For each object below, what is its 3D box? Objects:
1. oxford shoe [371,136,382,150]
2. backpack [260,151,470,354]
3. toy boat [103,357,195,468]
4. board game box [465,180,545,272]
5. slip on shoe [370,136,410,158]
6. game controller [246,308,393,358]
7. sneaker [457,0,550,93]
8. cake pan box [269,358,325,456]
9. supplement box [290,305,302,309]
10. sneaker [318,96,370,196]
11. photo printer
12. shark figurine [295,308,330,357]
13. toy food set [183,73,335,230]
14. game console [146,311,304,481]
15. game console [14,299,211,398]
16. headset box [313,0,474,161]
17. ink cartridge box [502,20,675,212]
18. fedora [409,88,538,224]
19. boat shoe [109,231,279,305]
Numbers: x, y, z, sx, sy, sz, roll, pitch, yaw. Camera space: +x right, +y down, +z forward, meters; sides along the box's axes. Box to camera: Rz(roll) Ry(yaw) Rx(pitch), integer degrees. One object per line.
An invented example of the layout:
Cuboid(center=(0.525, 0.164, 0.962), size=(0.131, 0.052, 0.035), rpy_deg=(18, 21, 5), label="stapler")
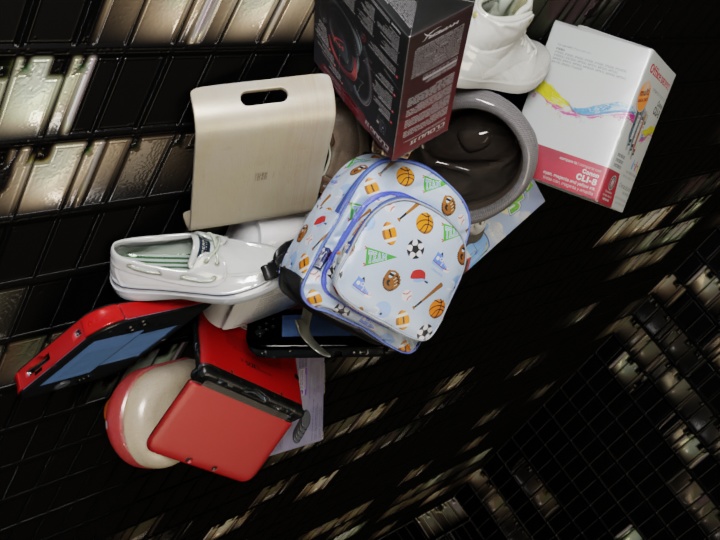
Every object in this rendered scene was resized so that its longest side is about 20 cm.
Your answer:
Cuboid(center=(0.049, -0.233, 1.080), size=(0.070, 0.074, 0.202), rpy_deg=(13, 119, -18), label="oxford shoe")
Cuboid(center=(0.025, -0.026, 1.079), size=(0.198, 0.153, 0.193), rpy_deg=(29, 80, -31), label="backpack")
Cuboid(center=(-0.282, 0.189, 1.337), size=(0.128, 0.133, 0.200), rpy_deg=(-4, 180, 16), label="toy boat")
Cuboid(center=(0.153, -0.093, 1.418), size=(0.199, 0.037, 0.152), rpy_deg=(-41, 123, -8), label="board game box")
Cuboid(center=(0.026, -0.146, 1.216), size=(0.075, 0.061, 0.203), rpy_deg=(-9, 128, -27), label="slip on shoe")
Cuboid(center=(-0.046, 0.077, 1.280), size=(0.196, 0.105, 0.043), rpy_deg=(0, 122, -4), label="game controller")
Cuboid(center=(0.183, -0.273, 1.182), size=(0.198, 0.074, 0.116), rpy_deg=(-14, 152, -44), label="sneaker")
Cuboid(center=(-0.126, 0.162, 1.439), size=(0.183, 0.052, 0.204), rpy_deg=(-9, 103, -52), label="cake pan box")
Cuboid(center=(-0.008, 0.022, 1.433), size=(0.131, 0.104, 0.199), rpy_deg=(-48, 157, 28), label="supplement box")
Cuboid(center=(-0.026, -0.102, 1.150), size=(0.074, 0.071, 0.203), rpy_deg=(-16, 122, -14), label="sneaker")
Cuboid(center=(-0.100, -0.027, 1.235), size=(0.165, 0.070, 0.201), rpy_deg=(-21, 152, -40), label="photo printer")
Cuboid(center=(-0.022, 0.002, 1.251), size=(0.213, 0.128, 0.090), rpy_deg=(-33, 140, -24), label="shark figurine")
Cuboid(center=(-0.111, -0.121, 1.045), size=(0.141, 0.061, 0.201), rpy_deg=(-10, 148, -18), label="toy food set")
Cuboid(center=(-0.179, 0.157, 1.318), size=(0.118, 0.175, 0.199), rpy_deg=(-28, 143, 24), label="game console")
Cuboid(center=(-0.287, 0.087, 1.163), size=(0.199, 0.031, 0.176), rpy_deg=(-34, 163, 33), label="game console")
Cuboid(center=(0.023, -0.214, 0.944), size=(0.074, 0.149, 0.201), rpy_deg=(-29, 156, -18), label="headset box")
Cuboid(center=(0.303, -0.201, 1.328), size=(0.145, 0.143, 0.203), rpy_deg=(6, 105, -61), label="ink cartridge box")
Cuboid(center=(0.129, -0.154, 1.274), size=(0.197, 0.178, 0.091), rpy_deg=(-22, -159, 25), label="fedora")
Cuboid(center=(-0.173, -0.007, 1.087), size=(0.196, 0.074, 0.067), rpy_deg=(-8, 141, -10), label="boat shoe")
